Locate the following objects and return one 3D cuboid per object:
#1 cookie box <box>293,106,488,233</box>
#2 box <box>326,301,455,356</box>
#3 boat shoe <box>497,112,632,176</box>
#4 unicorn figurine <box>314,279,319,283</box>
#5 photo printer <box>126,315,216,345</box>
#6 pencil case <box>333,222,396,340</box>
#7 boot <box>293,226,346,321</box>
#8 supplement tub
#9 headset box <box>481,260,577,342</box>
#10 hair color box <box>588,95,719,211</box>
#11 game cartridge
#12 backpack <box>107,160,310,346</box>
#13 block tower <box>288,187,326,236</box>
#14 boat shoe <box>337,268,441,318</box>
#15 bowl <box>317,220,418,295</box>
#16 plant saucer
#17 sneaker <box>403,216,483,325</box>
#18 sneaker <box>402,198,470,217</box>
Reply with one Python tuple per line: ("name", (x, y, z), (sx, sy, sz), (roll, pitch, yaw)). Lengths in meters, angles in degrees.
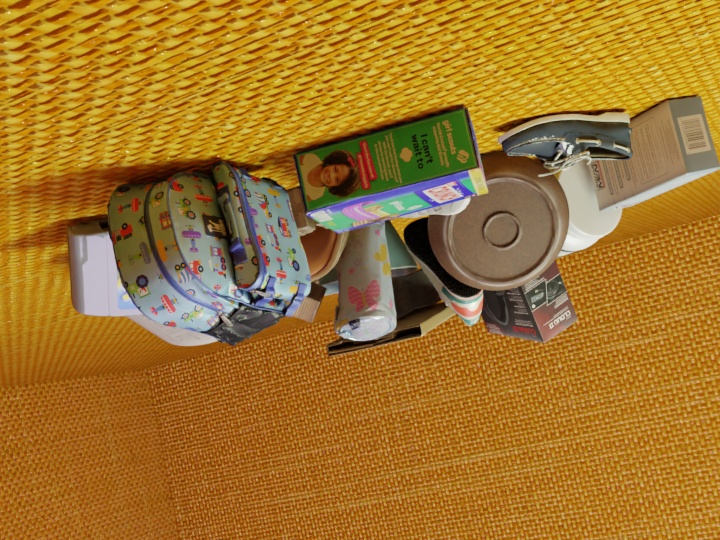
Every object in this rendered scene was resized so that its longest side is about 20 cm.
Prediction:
("cookie box", (0.042, -0.111, 1.145), (0.197, 0.076, 0.171), (-15, 173, 9))
("box", (0.060, 0.085, 1.531), (0.162, 0.022, 0.199), (-15, -177, 27))
("boat shoe", (0.260, -0.157, 1.243), (0.198, 0.063, 0.075), (-8, 174, -32))
("unicorn figurine", (-0.149, -0.009, 1.495), (0.198, 0.138, 0.074), (-25, 152, -25))
("photo printer", (-0.262, 0.034, 1.382), (0.199, 0.070, 0.165), (37, 143, -31))
("pencil case", (0.000, 0.000, 1.438), (0.090, 0.203, 0.083), (-19, 152, 29))
("boot", (-0.104, -0.036, 1.378), (0.153, 0.202, 0.074), (24, -161, 0))
("supplement tub", (0.293, -0.089, 1.535), (0.139, 0.142, 0.200), (-9, 172, -28))
("headset box", (0.230, 0.015, 1.498), (0.077, 0.202, 0.148), (-29, -164, -22))
("hair color box", (0.392, -0.155, 1.358), (0.060, 0.100, 0.200), (-11, 173, -22))
("game cartridge", (-0.261, -0.009, 1.238), (0.197, 0.041, 0.135), (-10, 131, -24))
("backpack", (-0.167, -0.027, 1.060), (0.133, 0.185, 0.199), (-25, 157, 26))
("block tower", (-0.066, -0.079, 1.294), (0.197, 0.055, 0.058), (-15, 174, 14))
("boat shoe", (0.043, 0.044, 1.556), (0.198, 0.077, 0.071), (-7, 173, -36))
("bowl", (-0.014, -0.030, 1.586), (0.198, 0.107, 0.201), (-12, 173, -1))
("plant saucer", (0.192, -0.060, 1.365), (0.197, 0.203, 0.035), (-13, -159, 4))
("sneaker", (0.124, 0.005, 1.506), (0.070, 0.200, 0.094), (-24, 135, -13))
("sneaker", (0.076, -0.099, 1.303), (0.081, 0.076, 0.199), (-11, 174, -28))
